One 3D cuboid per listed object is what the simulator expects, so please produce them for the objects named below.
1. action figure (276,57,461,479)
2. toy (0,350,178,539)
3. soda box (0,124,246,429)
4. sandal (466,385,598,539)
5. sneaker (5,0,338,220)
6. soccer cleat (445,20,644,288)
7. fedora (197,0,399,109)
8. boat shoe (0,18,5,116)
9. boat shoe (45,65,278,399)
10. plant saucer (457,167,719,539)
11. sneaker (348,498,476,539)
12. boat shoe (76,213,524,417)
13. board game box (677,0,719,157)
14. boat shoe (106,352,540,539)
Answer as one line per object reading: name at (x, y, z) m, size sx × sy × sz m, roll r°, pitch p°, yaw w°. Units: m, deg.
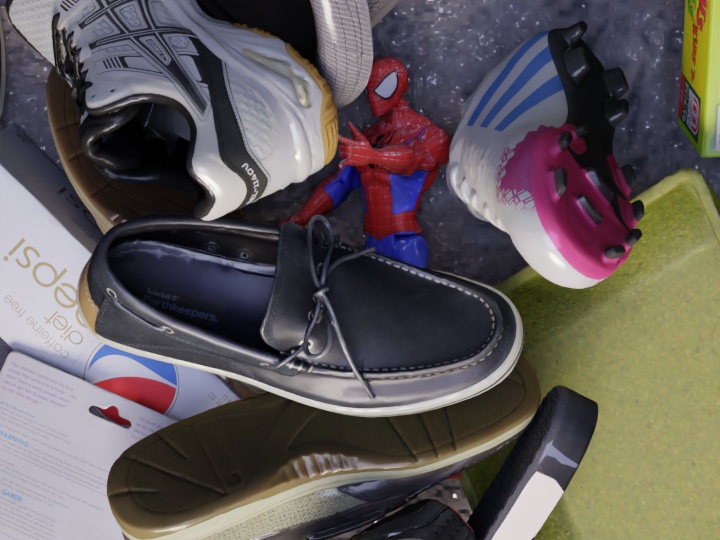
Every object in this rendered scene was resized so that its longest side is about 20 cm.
action figure at (0.000, 0.000, 1.264) m, size 0.065 × 0.099 × 0.200 m, roll 1°, pitch 93°, yaw 42°
toy at (-0.147, 0.152, 1.274) m, size 0.115 × 0.047 × 0.200 m, roll 22°, pitch 89°, yaw 12°
soda box at (-0.125, 0.025, 1.297) m, size 0.200 × 0.068 × 0.064 m, roll 44°, pitch 103°, yaw -2°
sandal at (0.061, 0.144, 1.242) m, size 0.043 × 0.076 × 0.200 m, roll 27°, pitch 118°, yaw -6°
sneaker at (-0.105, -0.089, 1.215) m, size 0.200 × 0.088 × 0.076 m, roll 29°, pitch 142°, yaw 36°
soccer cleat at (0.077, -0.039, 1.212) m, size 0.086 × 0.200 × 0.070 m, roll -33°, pitch 111°, yaw 22°
fedora at (-0.049, -0.166, 1.235) m, size 0.200 × 0.177 × 0.090 m, roll 35°, pitch 58°, yaw 27°
boat shoe at (-0.219, -0.153, 1.282) m, size 0.072 × 0.068 × 0.200 m, roll -12°, pitch 99°, yaw 5°
boat shoe at (-0.089, -0.020, 1.275) m, size 0.071 × 0.065 × 0.200 m, roll -25°, pitch 66°, yaw -17°
plant saucer at (0.135, 0.081, 1.240) m, size 0.200 × 0.048 × 0.200 m, roll -34°, pitch 72°, yaw 40°
sneaker at (-0.006, 0.164, 1.242) m, size 0.079 × 0.095 × 0.200 m, roll 43°, pitch 143°, yaw -2°
boat shoe at (-0.027, 0.016, 1.187) m, size 0.200 × 0.062 × 0.075 m, roll 10°, pitch 64°, yaw 1°
board game box at (0.248, -0.110, 1.221) m, size 0.200 × 0.048 × 0.102 m, roll -3°, pitch 113°, yaw -7°
boat shoe at (-0.016, 0.086, 1.224) m, size 0.201 × 0.066 × 0.072 m, roll -18°, pitch 55°, yaw -11°
